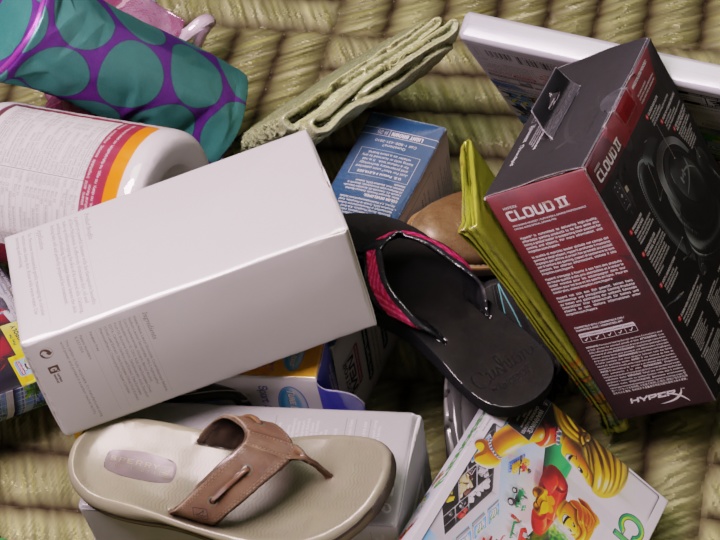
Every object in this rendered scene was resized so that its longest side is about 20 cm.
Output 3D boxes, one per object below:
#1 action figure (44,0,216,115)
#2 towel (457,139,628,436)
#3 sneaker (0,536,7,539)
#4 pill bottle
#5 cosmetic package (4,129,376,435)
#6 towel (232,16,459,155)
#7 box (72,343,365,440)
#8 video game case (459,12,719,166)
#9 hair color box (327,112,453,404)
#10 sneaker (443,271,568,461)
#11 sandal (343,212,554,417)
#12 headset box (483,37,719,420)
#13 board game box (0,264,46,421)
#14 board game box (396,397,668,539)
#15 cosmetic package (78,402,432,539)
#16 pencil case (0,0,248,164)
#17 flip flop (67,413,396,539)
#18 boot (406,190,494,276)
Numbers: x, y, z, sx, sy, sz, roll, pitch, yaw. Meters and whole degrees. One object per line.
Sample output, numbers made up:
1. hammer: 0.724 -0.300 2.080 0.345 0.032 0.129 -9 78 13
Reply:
1. action figure: -0.207 -0.117 1.433 0.148 0.134 0.201 17 49 -10
2. towel: 0.113 0.014 1.182 0.018 0.200 0.086 -25 36 19
3. sneaker: -0.260 0.242 1.133 0.085 0.078 0.200 21 56 25
4. pill bottle: -0.208 -0.055 1.278 0.199 0.110 0.110 11 52 25
5. cosmetic package: -0.102 0.006 1.130 0.199 0.085 0.108 -18 40 -1
6. towel: -0.014 -0.121 1.350 0.148 0.037 0.200 -34 7 -17
7. box: -0.089 0.088 1.205 0.199 0.119 0.042 1 49 11
8. video game case: 0.183 -0.117 1.294 0.199 0.182 0.022 15 81 22
9. hair color box: 0.000 0.000 1.275 0.060 0.100 0.201 14 53 19
10. sneaker: 0.094 0.068 1.217 0.079 0.076 0.201 1 49 7
11. sandal: 0.042 0.013 1.162 0.075 0.045 0.200 -37 53 -21
12. headset box: 0.165 -0.034 1.176 0.077 0.200 0.149 -17 28 36
13. board game box: -0.326 0.059 1.282 0.199 0.062 0.200 -20 45 -21
14. board game box: 0.089 0.168 1.099 0.126 0.035 0.200 39 50 -4
15. cosmetic package: -0.061 0.143 1.161 0.199 0.107 0.091 5 54 12
16. pencil case: -0.173 -0.136 1.337 0.092 0.200 0.085 -44 44 22
17. flip flop: -0.078 0.112 1.084 0.199 0.058 0.081 8 54 18
18. boot: 0.116 -0.051 1.267 0.199 0.076 0.074 -15 55 -32
